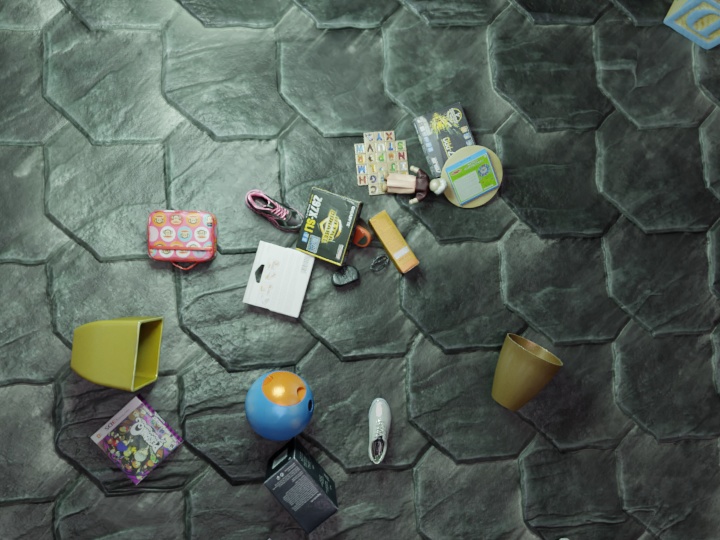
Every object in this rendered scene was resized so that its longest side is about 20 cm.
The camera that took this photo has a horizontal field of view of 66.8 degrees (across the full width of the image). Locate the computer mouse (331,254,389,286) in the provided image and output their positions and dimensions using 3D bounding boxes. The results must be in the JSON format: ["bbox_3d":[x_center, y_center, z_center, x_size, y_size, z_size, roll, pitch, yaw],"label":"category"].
[{"bbox_3d":[0.000,0.000,1.724,0.200,0.034,0.059,-21,75,-11],"label":"computer mouse"}]

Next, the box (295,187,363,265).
[{"bbox_3d":[-0.095,-0.135,1.659,0.159,0.049,0.200,21,102,16],"label":"box"}]

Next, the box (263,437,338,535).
[{"bbox_3d":[-0.174,0.626,1.607,0.117,0.197,0.200,-40,93,-4],"label":"box"}]

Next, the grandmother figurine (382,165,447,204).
[{"bbox_3d":[0.171,-0.266,1.706,0.200,0.061,0.122,3,97,7],"label":"grandmother figurine"}]

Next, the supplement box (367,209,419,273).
[{"bbox_3d":[0.101,-0.089,1.714,0.069,0.067,0.200,-35,93,-6],"label":"supplement box"}]

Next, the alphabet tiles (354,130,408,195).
[{"bbox_3d":[0.069,-0.344,1.745,0.166,0.006,0.200,-5,90,-6],"label":"alphabet tiles"}]

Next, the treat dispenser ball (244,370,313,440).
[{"bbox_3d":[-0.237,0.395,1.603,0.201,0.201,0.201,0,89,-6],"label":"treat dispenser ball"}]

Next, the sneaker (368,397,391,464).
[{"bbox_3d":[0.062,0.501,1.697,0.073,0.071,0.200,1,89,-6],"label":"sneaker"}]

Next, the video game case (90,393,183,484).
[{"bbox_3d":[-0.669,0.505,1.638,0.181,0.036,0.200,-42,93,-4],"label":"video game case"}]

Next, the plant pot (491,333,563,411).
[{"bbox_3d":[0.496,0.328,1.705,0.186,0.186,0.200,26,100,-5],"label":"plant pot"}]

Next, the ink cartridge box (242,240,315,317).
[{"bbox_3d":[-0.250,0.027,1.686,0.176,0.045,0.200,16,87,-6],"label":"ink cartridge box"}]

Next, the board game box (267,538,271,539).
[{"bbox_3d":[-0.297,0.964,1.665,0.200,0.043,0.199,-37,93,-5],"label":"board game box"}]

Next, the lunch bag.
[{"bbox_3d":[-0.534,-0.091,1.645,0.200,0.082,0.176,1,93,-4],"label":"lunch bag"}]

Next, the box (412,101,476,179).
[{"bbox_3d":[0.276,-0.415,1.747,0.161,0.049,0.200,-21,93,-4],"label":"box"}]

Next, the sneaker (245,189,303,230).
[{"bbox_3d":[-0.263,-0.184,1.664,0.200,0.095,0.079,27,85,-6],"label":"sneaker"}]

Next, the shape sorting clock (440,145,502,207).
[{"bbox_3d":[0.352,-0.296,1.731,0.200,0.039,0.200,-4,118,-8],"label":"shape sorting clock"}]

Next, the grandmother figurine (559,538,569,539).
[{"bbox_3d":[0.668,0.967,1.755,0.121,0.061,0.200,-5,86,-33],"label":"grandmother figurine"}]

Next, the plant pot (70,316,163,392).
[{"bbox_3d":[-0.705,0.225,1.568,0.200,0.194,0.196,6,88,-1],"label":"plant pot"}]

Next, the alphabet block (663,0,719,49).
[{"bbox_3d":[1.164,-0.885,1.777,0.196,0.195,0.200,29,85,-7],"label":"alphabet block"}]

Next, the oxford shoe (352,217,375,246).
[{"bbox_3d":[-0.040,-0.151,1.710,0.200,0.073,0.071,41,123,8],"label":"oxford shoe"}]
